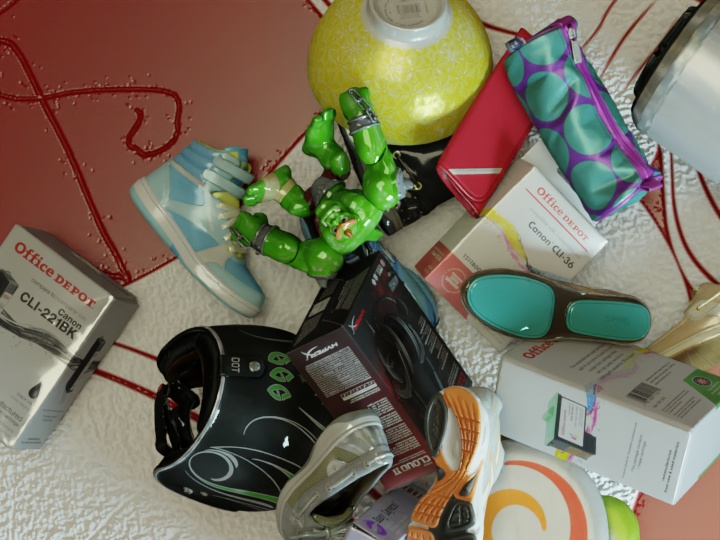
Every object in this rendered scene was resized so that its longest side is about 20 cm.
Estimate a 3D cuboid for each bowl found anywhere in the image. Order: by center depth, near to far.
[{"bbox_3d":[0.045,-0.239,1.551,0.199,0.108,0.201,2,57,-3],"label":"bowl"}]

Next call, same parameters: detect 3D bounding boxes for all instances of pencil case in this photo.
[{"bbox_3d":[0.222,-0.153,1.516,0.085,0.092,0.201,-27,86,-35],"label":"pencil case"}]

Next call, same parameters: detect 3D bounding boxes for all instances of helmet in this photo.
[{"bbox_3d":[-0.107,0.151,1.532,0.200,0.190,0.201,-31,49,43],"label":"helmet"}]

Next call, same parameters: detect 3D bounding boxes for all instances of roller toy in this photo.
[{"bbox_3d":[0.159,0.266,1.509,0.200,0.140,0.183,39,86,20],"label":"roller toy"}]

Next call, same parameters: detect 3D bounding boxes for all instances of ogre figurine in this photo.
[{"bbox_3d":[-0.030,-0.075,1.513,0.200,0.098,0.120,-45,79,-4],"label":"ogre figurine"}]

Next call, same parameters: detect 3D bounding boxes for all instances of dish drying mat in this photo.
[{"bbox_3d":[0.144,-0.153,1.552,0.077,0.018,0.200,47,61,-25],"label":"dish drying mat"}]

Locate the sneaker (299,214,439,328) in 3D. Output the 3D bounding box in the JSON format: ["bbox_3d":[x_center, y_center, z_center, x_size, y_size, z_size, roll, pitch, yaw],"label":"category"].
[{"bbox_3d":[0.000,0.000,1.586,0.078,0.090,0.200,-45,80,3],"label":"sneaker"}]

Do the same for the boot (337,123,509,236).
[{"bbox_3d":[0.057,-0.154,1.606,0.153,0.074,0.205,-21,77,0],"label":"boot"}]

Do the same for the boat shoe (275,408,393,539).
[{"bbox_3d":[-0.024,0.214,1.452,0.065,0.074,0.202,60,138,31],"label":"boat shoe"}]

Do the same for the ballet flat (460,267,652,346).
[{"bbox_3d":[0.188,0.038,1.502,0.199,0.067,0.069,13,97,-10],"label":"ballet flat"}]

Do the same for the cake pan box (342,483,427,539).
[{"bbox_3d":[0.000,0.312,1.484,0.052,0.200,0.185,25,101,13],"label":"cake pan box"}]

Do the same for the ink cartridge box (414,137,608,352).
[{"bbox_3d":[0.168,-0.031,1.554,0.116,0.068,0.200,43,92,-14],"label":"ink cartridge box"}]

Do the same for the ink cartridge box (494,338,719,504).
[{"bbox_3d":[0.245,0.132,1.475,0.199,0.145,0.084,20,113,26],"label":"ink cartridge box"}]

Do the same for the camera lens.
[{"bbox_3d":[0.381,-0.164,1.502,0.200,0.160,0.160,36,91,11],"label":"camera lens"}]

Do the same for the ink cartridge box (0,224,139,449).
[{"bbox_3d":[-0.359,0.072,1.643,0.144,0.084,0.201,35,90,12],"label":"ink cartridge box"}]

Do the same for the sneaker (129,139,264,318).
[{"bbox_3d":[-0.143,-0.056,1.622,0.130,0.080,0.200,-42,80,5],"label":"sneaker"}]

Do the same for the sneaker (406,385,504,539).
[{"bbox_3d":[0.102,0.204,1.430,0.075,0.092,0.201,15,102,30],"label":"sneaker"}]

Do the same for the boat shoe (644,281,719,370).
[{"bbox_3d":[0.369,0.041,1.535,0.199,0.074,0.069,-31,57,13],"label":"boat shoe"}]

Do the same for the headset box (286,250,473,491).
[{"bbox_3d":[0.029,0.106,1.508,0.077,0.149,0.200,-27,109,29],"label":"headset box"}]
